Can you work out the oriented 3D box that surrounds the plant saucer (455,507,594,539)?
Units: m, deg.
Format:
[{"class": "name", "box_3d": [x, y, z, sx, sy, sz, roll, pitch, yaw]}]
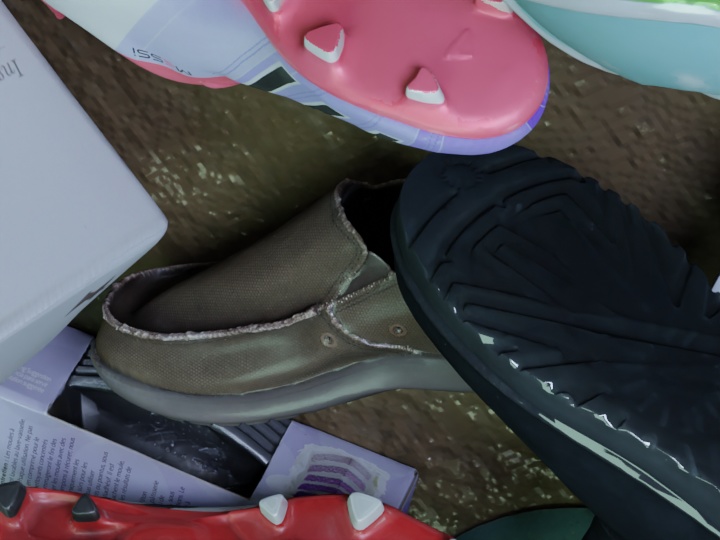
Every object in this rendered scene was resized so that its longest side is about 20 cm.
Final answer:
[{"class": "plant saucer", "box_3d": [0.098, 0.174, 1.026, 0.199, 0.036, 0.201, 13, 129, 16]}]

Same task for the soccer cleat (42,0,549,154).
[{"class": "soccer cleat", "box_3d": [-0.026, -0.078, 0.855, 0.199, 0.067, 0.077, 25, 154, 24]}]

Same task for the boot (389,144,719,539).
[{"class": "boot", "box_3d": [0.070, 0.078, 0.842, 0.200, 0.076, 0.168, 39, 140, 13]}]

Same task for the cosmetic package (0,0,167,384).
[{"class": "cosmetic package", "box_3d": [-0.206, -0.023, 0.896, 0.200, 0.165, 0.165, 52, 130, 2]}]

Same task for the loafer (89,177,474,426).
[{"class": "loafer", "box_3d": [0.000, 0.000, 0.921, 0.199, 0.073, 0.071, -7, 113, 22]}]

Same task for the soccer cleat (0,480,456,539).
[{"class": "soccer cleat", "box_3d": [-0.041, 0.116, 0.967, 0.199, 0.069, 0.085, 5, 151, 8]}]

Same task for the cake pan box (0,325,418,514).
[{"class": "cake pan box", "box_3d": [-0.086, 0.116, 1.057, 0.183, 0.052, 0.201, 20, 131, 7]}]

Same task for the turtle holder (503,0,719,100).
[{"class": "turtle holder", "box_3d": [0.078, -0.108, 0.748, 0.185, 0.141, 0.132, -10, 136, 26]}]

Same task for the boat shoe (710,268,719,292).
[{"class": "boat shoe", "box_3d": [0.155, 0.007, 0.844, 0.091, 0.071, 0.201, 29, 130, 7]}]
